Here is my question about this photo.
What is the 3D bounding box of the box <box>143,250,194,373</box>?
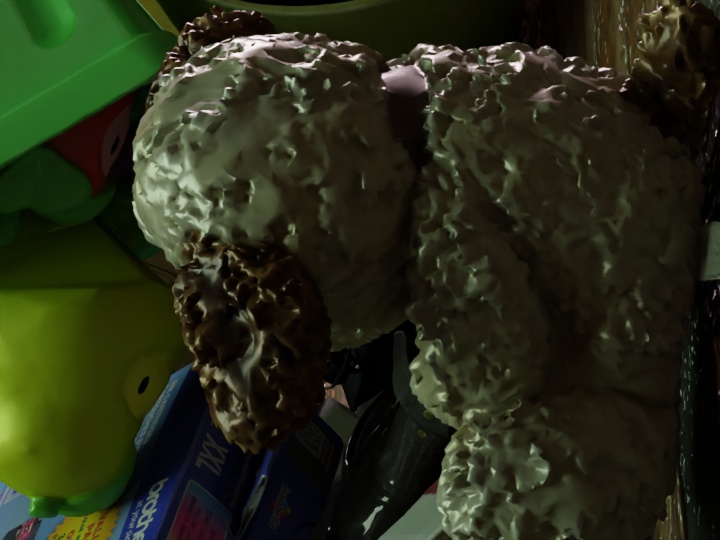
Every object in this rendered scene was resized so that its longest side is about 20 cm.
[{"bbox_3d":[-0.095,0.032,1.368,0.021,0.163,0.200,-49,5,18],"label":"box"}]

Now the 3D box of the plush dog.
[{"bbox_3d":[0.013,-0.020,0.914,0.200,0.171,0.161,-102,23,-52],"label":"plush dog"}]

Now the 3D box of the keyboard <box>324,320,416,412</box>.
[{"bbox_3d":[0.017,-0.005,1.226,0.040,0.104,0.200,51,158,17],"label":"keyboard"}]

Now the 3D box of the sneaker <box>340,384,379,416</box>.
[{"bbox_3d":[0.002,0.009,1.432,0.077,0.080,0.201,-106,16,-60],"label":"sneaker"}]

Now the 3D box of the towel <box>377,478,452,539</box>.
[{"bbox_3d":[0.017,0.105,1.037,0.023,0.200,0.144,46,171,-2],"label":"towel"}]

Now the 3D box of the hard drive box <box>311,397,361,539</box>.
[{"bbox_3d":[-0.058,0.154,1.364,0.077,0.200,0.156,53,175,-10],"label":"hard drive box"}]

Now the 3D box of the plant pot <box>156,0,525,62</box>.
[{"bbox_3d":[-0.002,-0.130,1.221,0.200,0.186,0.188,74,-169,-61],"label":"plant pot"}]

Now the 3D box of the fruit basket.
[{"bbox_3d":[-0.108,-0.015,1.169,0.216,0.155,0.216,60,-177,-6],"label":"fruit basket"}]

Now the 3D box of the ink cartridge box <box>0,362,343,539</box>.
[{"bbox_3d":[-0.090,0.118,1.209,0.200,0.076,0.137,-29,27,33],"label":"ink cartridge box"}]

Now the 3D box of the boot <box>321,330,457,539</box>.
[{"bbox_3d":[0.043,0.039,1.191,0.200,0.069,0.175,-67,-2,-63],"label":"boot"}]

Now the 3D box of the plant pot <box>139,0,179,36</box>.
[{"bbox_3d":[-0.057,-0.145,1.491,0.201,0.188,0.202,-179,90,-82],"label":"plant pot"}]
